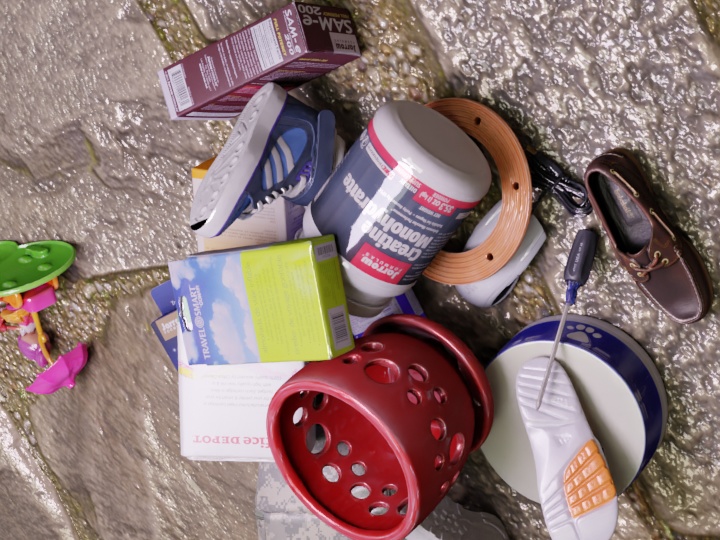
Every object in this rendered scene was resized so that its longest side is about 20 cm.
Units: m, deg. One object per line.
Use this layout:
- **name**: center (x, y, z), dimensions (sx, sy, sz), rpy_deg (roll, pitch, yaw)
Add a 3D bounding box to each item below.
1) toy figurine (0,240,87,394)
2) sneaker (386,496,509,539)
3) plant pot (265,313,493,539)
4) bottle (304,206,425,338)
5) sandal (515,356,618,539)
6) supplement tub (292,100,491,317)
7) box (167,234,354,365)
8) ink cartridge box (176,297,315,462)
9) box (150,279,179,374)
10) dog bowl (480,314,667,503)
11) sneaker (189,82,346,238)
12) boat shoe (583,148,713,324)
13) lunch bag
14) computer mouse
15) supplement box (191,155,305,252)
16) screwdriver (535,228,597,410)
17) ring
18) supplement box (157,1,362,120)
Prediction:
- **toy figurine**: center (-0.429, 0.071, 1.892), dimensions (0.200, 0.150, 0.185), rpy_deg (16, 127, 47)
- **sneaker**: center (0.090, 0.306, 1.648), dimensions (0.080, 0.200, 0.077), rpy_deg (-35, 45, 25)
- **plant pot**: center (0.031, 0.159, 1.536), dimensions (0.200, 0.182, 0.201), rpy_deg (24, 131, 32)
- **bottle**: center (0.000, 0.000, 1.652), dimensions (0.083, 0.065, 0.200), rpy_deg (-27, 94, 28)
- **sandal**: center (0.219, 0.190, 1.520), dimensions (0.079, 0.059, 0.207), rpy_deg (-17, 79, 16)
- **supplement tub**: center (0.029, -0.063, 1.517), dimensions (0.140, 0.140, 0.200), rpy_deg (42, 117, 9)
- **box**: center (-0.105, 0.034, 1.516), dimensions (0.200, 0.048, 0.122), rpy_deg (-6, 97, 38)
- **ink cartridge box**: center (-0.125, 0.107, 1.630), dimensions (0.145, 0.088, 0.201), rpy_deg (1, 98, 7)
- **box**: center (-0.169, 0.096, 1.717), dimensions (0.121, 0.032, 0.200), rpy_deg (-25, 96, 35)
- **dog bowl**: center (0.224, 0.153, 1.579), dimensions (0.199, 0.079, 0.201), rpy_deg (10, 113, 26)
- **sneaker**: center (-0.082, -0.087, 1.555), dimensions (0.146, 0.200, 0.080), rpy_deg (38, 150, -25)
- **boat shoe**: center (0.287, -0.027, 1.484), dimensions (0.070, 0.070, 0.200), rpy_deg (-33, 92, 30)
- **lunch bag**: center (-0.020, 0.251, 1.713), dimensions (0.199, 0.139, 0.168), rpy_deg (-1, 99, 26)
- **computer mouse**: center (0.160, -0.033, 1.566), dimensions (0.110, 0.044, 0.200), rpy_deg (38, 122, 11)
- **supplement box**: center (-0.120, -0.028, 1.701), dimensions (0.126, 0.074, 0.201), rpy_deg (9, 113, 26)
- **screwdriver**: center (0.214, 0.051, 1.512), dimensions (0.029, 0.028, 0.201), rpy_deg (14, 76, -3)
- **ring**: center (0.103, -0.084, 1.564), dimensions (0.200, 0.019, 0.201), rpy_deg (6, 100, 41)
- **supplement box**: center (-0.111, -0.226, 1.600), dimensions (0.200, 0.109, 0.061), rpy_deg (-20, 84, 32)
